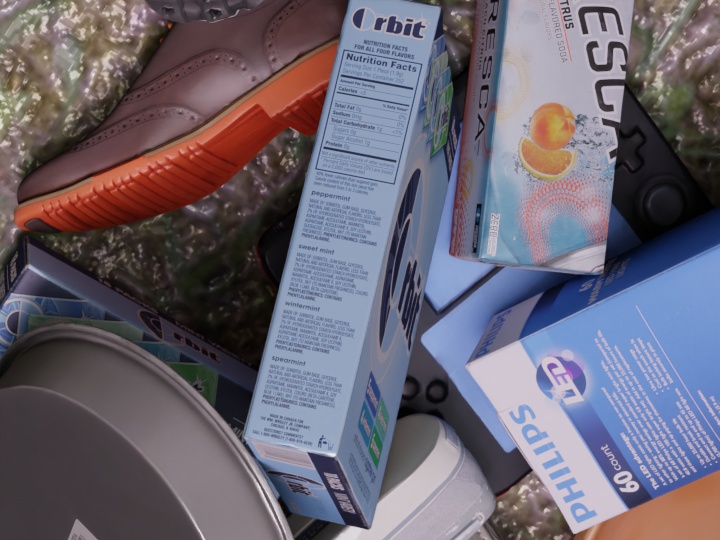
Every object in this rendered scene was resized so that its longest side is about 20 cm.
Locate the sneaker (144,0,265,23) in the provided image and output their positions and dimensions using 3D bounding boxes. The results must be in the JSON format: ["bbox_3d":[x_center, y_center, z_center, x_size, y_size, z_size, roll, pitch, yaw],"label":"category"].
[{"bbox_3d":[-0.006,-0.174,1.289,0.199,0.091,0.067,-12,128,9],"label":"sneaker"}]

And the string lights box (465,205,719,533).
[{"bbox_3d":[0.161,0.035,1.306,0.199,0.059,0.103,-26,105,28],"label":"string lights box"}]

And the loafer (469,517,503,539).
[{"bbox_3d":[0.046,0.151,1.416,0.070,0.070,0.200,-40,109,3],"label":"loafer"}]

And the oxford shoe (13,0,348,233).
[{"bbox_3d":[-0.082,-0.080,1.336,0.199,0.071,0.073,-26,75,6],"label":"oxford shoe"}]

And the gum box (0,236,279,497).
[{"bbox_3d":[-0.142,0.111,1.369,0.169,0.045,0.201,30,103,-17],"label":"gum box"}]

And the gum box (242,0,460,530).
[{"bbox_3d":[0.000,0.000,1.246,0.044,0.170,0.201,12,77,8],"label":"gum box"}]

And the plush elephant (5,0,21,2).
[{"bbox_3d":[-0.159,-0.194,1.227,0.199,0.155,0.165,-27,110,-1],"label":"plush elephant"}]

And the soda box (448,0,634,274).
[{"bbox_3d":[0.089,-0.101,1.325,0.063,0.068,0.201,6,91,-11],"label":"soda box"}]

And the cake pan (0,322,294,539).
[{"bbox_3d":[-0.108,0.120,1.252,0.037,0.200,0.201,-34,115,-38],"label":"cake pan"}]

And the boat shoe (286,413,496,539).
[{"bbox_3d":[-0.017,0.157,1.343,0.201,0.070,0.072,-42,117,3],"label":"boat shoe"}]

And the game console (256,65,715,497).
[{"bbox_3d":[0.073,-0.004,1.376,0.200,0.031,0.177,-39,106,-7],"label":"game console"}]

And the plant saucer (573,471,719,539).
[{"bbox_3d":[0.183,0.169,1.443,0.199,0.037,0.202,-6,103,-25],"label":"plant saucer"}]
